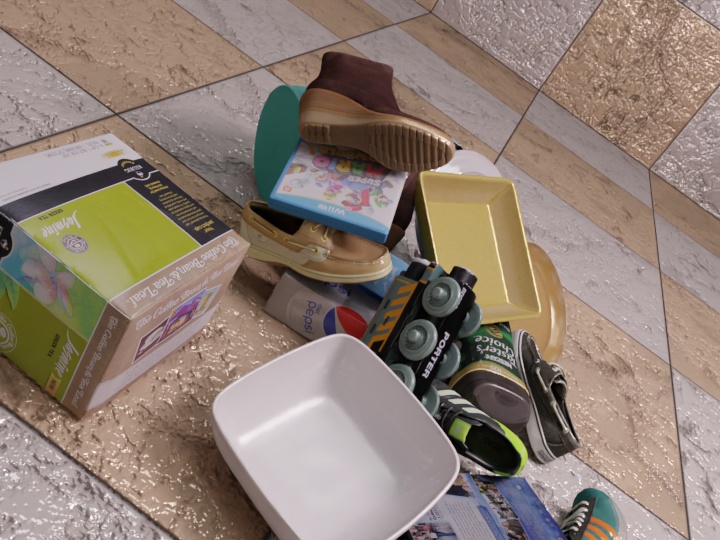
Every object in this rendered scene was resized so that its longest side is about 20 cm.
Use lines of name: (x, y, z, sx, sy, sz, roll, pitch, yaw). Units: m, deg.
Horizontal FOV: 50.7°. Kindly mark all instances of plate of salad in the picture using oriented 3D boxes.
plate of salad: (0.147, -0.072, 1.103, 0.198, 0.203, 0.048, 10, -4, -37)

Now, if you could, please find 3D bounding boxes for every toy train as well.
toy train: (0.052, 0.078, 0.845, 0.113, 0.202, 0.085, 21, -12, 42)

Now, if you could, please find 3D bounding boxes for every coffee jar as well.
coffee jar: (0.159, 0.127, 1.003, 0.103, 0.086, 0.201, 26, 30, -17)

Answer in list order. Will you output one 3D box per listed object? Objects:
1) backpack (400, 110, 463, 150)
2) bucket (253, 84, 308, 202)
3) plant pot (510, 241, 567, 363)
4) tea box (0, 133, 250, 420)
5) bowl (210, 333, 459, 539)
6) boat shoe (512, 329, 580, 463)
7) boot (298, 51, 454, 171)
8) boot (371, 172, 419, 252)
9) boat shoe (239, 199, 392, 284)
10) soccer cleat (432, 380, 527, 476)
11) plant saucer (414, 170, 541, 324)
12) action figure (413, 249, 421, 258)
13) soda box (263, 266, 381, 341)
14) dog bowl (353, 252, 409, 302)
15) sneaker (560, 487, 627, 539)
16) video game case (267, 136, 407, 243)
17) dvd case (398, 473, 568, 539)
backpack: (0.100, -0.192, 1.367, 0.198, 0.135, 0.184, 14, 34, -32)
bucket: (-0.061, -0.169, 1.102, 0.133, 0.209, 0.208, 0, 43, -31)
plant pot: (0.266, 0.057, 1.187, 0.199, 0.027, 0.203, 16, 69, -48)
tea box: (-0.249, -0.006, 0.721, 0.196, 0.134, 0.200, 37, 29, 7)
bowl: (-0.027, 0.174, 0.717, 0.198, 0.075, 0.200, -24, 60, -40)
boat shoe: (0.253, 0.161, 1.038, 0.071, 0.063, 0.202, 37, 34, -40)
boot: (0.028, -0.208, 0.944, 0.197, 0.073, 0.168, 13, 48, 4)
boot: (0.004, -0.125, 1.012, 0.200, 0.168, 0.072, 40, -18, -35)
boat shoe: (-0.057, -0.037, 0.894, 0.197, 0.067, 0.074, 12, 30, 16)
soccer cleat: (0.099, 0.168, 0.862, 0.198, 0.068, 0.081, 27, -4, 11)
plant saucer: (0.149, -0.025, 1.019, 0.198, 0.048, 0.203, -2, 77, -41)
action figure: (0.172, 0.008, 1.220, 0.132, 0.150, 0.200, 2, 34, 28)
soda box: (-0.015, 0.064, 0.936, 0.199, 0.064, 0.068, 33, 29, -3)
dog bowl: (0.000, 0.000, 0.983, 0.199, 0.050, 0.111, 27, -11, 36)
sneaker: (0.243, 0.305, 0.841, 0.080, 0.072, 0.200, 37, 30, -5)
video game case: (-0.015, -0.123, 0.927, 0.141, 0.018, 0.201, 17, 45, 2)
dvd case: (0.120, 0.260, 0.776, 0.198, 0.018, 0.143, 11, 23, -25)
